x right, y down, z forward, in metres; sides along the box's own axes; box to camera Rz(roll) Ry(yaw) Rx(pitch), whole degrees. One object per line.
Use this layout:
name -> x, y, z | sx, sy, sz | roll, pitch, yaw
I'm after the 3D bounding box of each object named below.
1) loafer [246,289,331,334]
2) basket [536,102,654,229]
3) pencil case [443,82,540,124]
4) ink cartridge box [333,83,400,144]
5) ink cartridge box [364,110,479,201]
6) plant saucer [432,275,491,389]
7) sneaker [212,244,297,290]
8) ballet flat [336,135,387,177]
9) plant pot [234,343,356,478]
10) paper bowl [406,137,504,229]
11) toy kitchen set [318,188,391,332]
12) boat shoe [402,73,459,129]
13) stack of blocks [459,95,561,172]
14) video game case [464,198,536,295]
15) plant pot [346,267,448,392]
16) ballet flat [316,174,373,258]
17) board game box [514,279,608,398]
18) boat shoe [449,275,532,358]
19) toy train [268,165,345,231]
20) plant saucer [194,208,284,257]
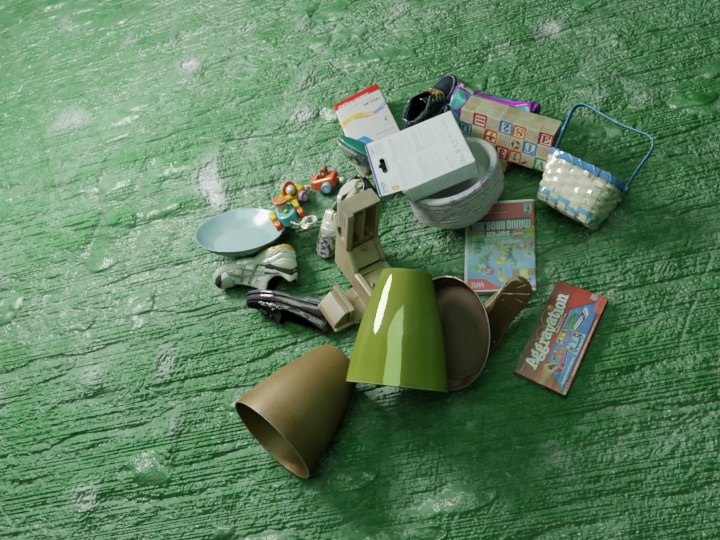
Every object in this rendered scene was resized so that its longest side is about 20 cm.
loafer -> -0.146, 0.083, 1.518 | 0.194, 0.072, 0.065 | 7, 69, 16
basket -> 0.439, -0.199, 1.440 | 0.175, 0.138, 0.203 | 36, 107, 28
pencil case -> 0.282, -0.338, 1.596 | 0.196, 0.094, 0.086 | 19, 52, 22
ink cartridge box -> 0.013, -0.335, 1.685 | 0.114, 0.068, 0.203 | -25, 60, 3
ink cartridge box -> 0.117, -0.221, 1.491 | 0.195, 0.041, 0.202 | -19, 41, 6
plant saucer -> 0.167, 0.113, 1.372 | 0.197, 0.034, 0.207 | 2, 92, 48
sneaker -> -0.221, 0.015, 1.571 | 0.196, 0.075, 0.090 | -19, 83, 20
ballet flat -> 0.035, -0.221, 1.588 | 0.195, 0.074, 0.076 | 19, 67, -5
plant pot -> -0.099, 0.239, 1.377 | 0.184, 0.189, 0.200 | 30, 60, 27
paper bowl -> 0.192, -0.165, 1.506 | 0.196, 0.106, 0.203 | -17, 39, 14
toy kitchen set -> 0.000, 0.000, 1.426 | 0.160, 0.183, 0.201 | -25, 58, -22
boat shoe -> 0.159, -0.373, 1.650 | 0.070, 0.091, 0.203 | 22, 71, 24
stack of blocks -> 0.300, -0.268, 1.534 | 0.196, 0.117, 0.059 | 21, 46, 20
video game case -> 0.277, -0.048, 1.492 | 0.139, 0.018, 0.205 | -2, 63, 15
plant pot -> 0.073, 0.105, 1.339 | 0.182, 0.187, 0.206 | 3, 81, 17
ballet flat -> -0.044, -0.124, 1.594 | 0.071, 0.072, 0.203 | 24, 73, 25
board game box -> 0.369, 0.122, 1.378 | 0.101, 0.020, 0.203 | 21, 71, 26
boat shoe -> 0.246, 0.095, 1.399 | 0.073, 0.063, 0.200 | 45, 100, 6
toy train -> -0.122, -0.164, 1.608 | 0.147, 0.056, 0.202 | -8, 35, 26
plant saucer -> -0.256, -0.073, 1.613 | 0.195, 0.040, 0.203 | -3, 31, 2
